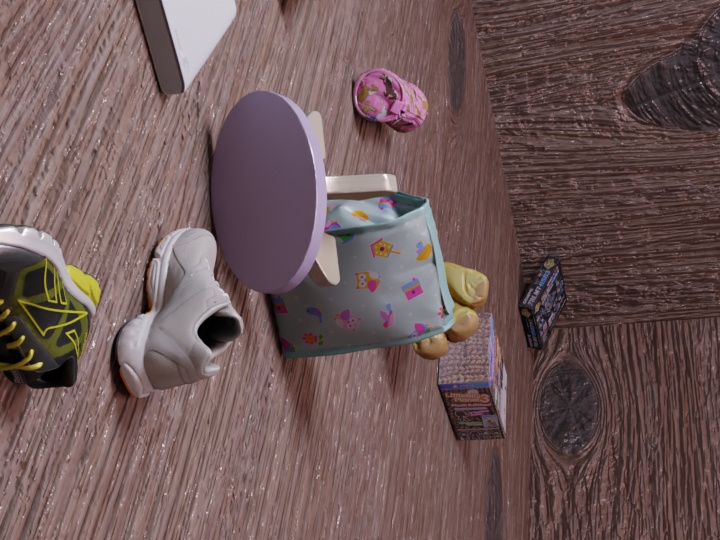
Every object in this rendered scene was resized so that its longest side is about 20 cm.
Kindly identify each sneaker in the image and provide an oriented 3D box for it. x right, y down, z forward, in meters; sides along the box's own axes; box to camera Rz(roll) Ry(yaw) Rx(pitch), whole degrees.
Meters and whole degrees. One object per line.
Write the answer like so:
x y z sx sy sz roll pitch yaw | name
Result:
-0.139 0.034 1.147 0.200 0.092 0.076 -79 159 -49 | sneaker
-0.220 0.027 0.854 0.200 0.074 0.085 46 42 -69 | sneaker

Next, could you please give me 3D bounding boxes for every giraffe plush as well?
0.099 0.042 2.069 0.200 0.172 0.162 53 -4 13 | giraffe plush

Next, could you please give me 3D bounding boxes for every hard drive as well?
-0.168 -0.270 1.275 0.200 0.026 0.132 -73 155 -57 | hard drive

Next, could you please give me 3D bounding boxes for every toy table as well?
-0.069 -0.075 1.348 0.117 0.184 0.200 7 87 -59 | toy table

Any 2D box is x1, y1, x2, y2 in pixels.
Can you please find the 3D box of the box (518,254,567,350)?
0.526 0.092 3.797 0.200 0.050 0.199 -58 147 -29 | box

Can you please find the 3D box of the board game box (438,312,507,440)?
0.218 0.205 2.537 0.200 0.097 0.160 70 20 -47 | board game box

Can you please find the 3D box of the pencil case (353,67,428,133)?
0.049 -0.260 2.040 0.200 0.083 0.087 -10 94 -77 | pencil case

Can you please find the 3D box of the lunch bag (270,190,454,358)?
0.000 0.000 1.503 0.122 0.200 0.171 -69 150 -60 | lunch bag
